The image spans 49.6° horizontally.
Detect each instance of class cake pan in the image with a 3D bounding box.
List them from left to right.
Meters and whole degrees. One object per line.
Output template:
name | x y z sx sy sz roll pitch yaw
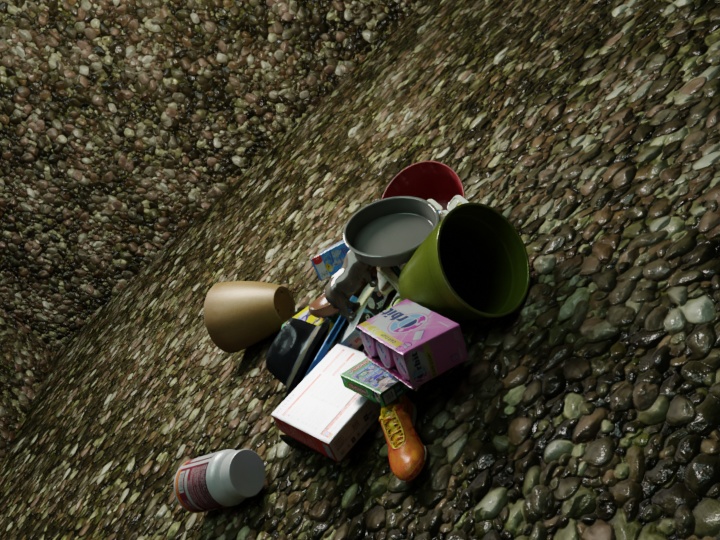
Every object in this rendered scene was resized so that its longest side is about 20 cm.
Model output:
cake pan | 0.063 -0.077 1.553 0.196 0.037 0.202 -10 38 8

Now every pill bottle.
pill bottle | -0.287 0.426 1.588 0.198 0.110 0.111 -24 31 42

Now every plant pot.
plant pot | -0.274 0.105 2.026 0.197 0.188 0.188 -14 37 31
plant pot | 0.168 0.010 1.404 0.192 0.199 0.202 -33 23 56

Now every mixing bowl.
mixing bowl | 0.148 -0.118 1.669 0.196 0.108 0.204 -11 65 26

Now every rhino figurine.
rhino figurine | 0.000 0.000 1.620 0.202 0.087 0.060 -56 8 -1

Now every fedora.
fedora | -0.145 0.174 1.674 0.203 0.090 0.201 -62 -3 -6

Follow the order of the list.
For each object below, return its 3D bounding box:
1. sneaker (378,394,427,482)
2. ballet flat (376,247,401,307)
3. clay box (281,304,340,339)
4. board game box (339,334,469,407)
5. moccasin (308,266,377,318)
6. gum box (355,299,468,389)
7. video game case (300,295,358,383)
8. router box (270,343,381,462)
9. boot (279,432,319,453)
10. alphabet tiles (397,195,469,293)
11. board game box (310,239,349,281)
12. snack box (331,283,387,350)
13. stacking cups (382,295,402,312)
sneaker | 0.059 0.269 1.289 0.073 0.077 0.201 -39 26 12
ballet flat | 0.075 0.039 1.535 0.071 0.071 0.201 -43 64 5
clay box | -0.130 0.141 1.853 0.198 0.048 0.116 -35 26 23
board game box | 0.078 0.160 1.377 0.198 0.030 0.134 -30 21 -26
moccasin | -0.035 0.034 1.767 0.199 0.079 0.074 -32 32 -7
gum box | 0.082 0.119 1.334 0.112 0.067 0.199 -25 20 -18
video game case | -0.072 0.161 1.656 0.201 0.018 0.144 -59 -1 -43
router box | -0.040 0.237 1.444 0.178 0.049 0.200 13 49 48
boot | -0.069 0.255 1.548 0.174 0.066 0.202 -9 42 55
alphabet tiles | 0.163 -0.051 1.561 0.201 0.015 0.195 -50 55 4
board game box | -0.006 -0.055 1.801 0.193 0.057 0.200 -27 4 8
snack box | 0.011 0.088 1.657 0.116 0.037 0.202 -47 11 49
stacking cups | 0.098 0.053 1.586 0.202 0.060 0.060 -56 25 -19
